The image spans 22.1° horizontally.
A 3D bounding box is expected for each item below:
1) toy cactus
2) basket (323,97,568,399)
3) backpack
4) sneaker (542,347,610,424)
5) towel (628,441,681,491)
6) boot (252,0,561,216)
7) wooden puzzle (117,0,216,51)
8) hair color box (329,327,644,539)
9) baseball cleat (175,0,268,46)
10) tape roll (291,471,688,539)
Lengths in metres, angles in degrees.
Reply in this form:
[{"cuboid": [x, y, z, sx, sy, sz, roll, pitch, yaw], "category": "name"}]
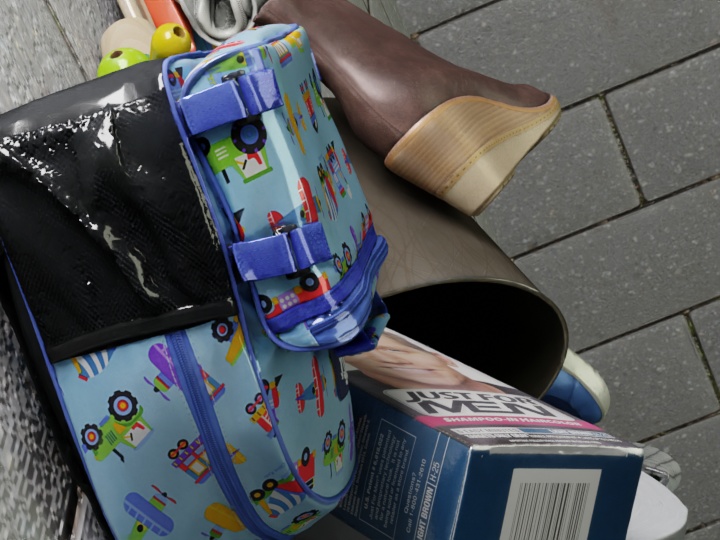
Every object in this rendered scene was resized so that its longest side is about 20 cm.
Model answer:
[{"cuboid": [-0.087, -0.069, 0.923, 0.200, 0.102, 0.165, 42, 17, -53], "category": "toy cactus"}, {"cuboid": [0.000, 0.000, 1.060, 0.200, 0.180, 0.136, -115, -166, -48], "category": "basket"}, {"cuboid": [-0.056, 0.019, 0.713, 0.183, 0.134, 0.201, -45, 116, -80], "category": "backpack"}, {"cuboid": [0.059, 0.083, 1.187, 0.077, 0.199, 0.112, -45, -160, 59], "category": "sneaker"}, {"cuboid": [0.142, 0.173, 1.411, 0.166, 0.199, 0.086, 5, 90, -76], "category": "towel"}, {"cuboid": [0.030, -0.116, 1.060, 0.166, 0.072, 0.200, 43, 20, 0], "category": "boot"}, {"cuboid": [-0.115, -0.163, 1.105, 0.185, 0.037, 0.201, 28, 42, -78], "category": "wooden puzzle"}, {"cuboid": [0.020, 0.074, 0.821, 0.200, 0.100, 0.061, 22, -76, 52], "category": "hair color box"}, {"cuboid": [-0.071, -0.158, 1.079, 0.200, 0.070, 0.107, 39, 32, -53], "category": "baseball cleat"}, {"cuboid": [0.058, 0.130, 0.912, 0.200, 0.199, 0.066, -65, 165, -78], "category": "tape roll"}]
